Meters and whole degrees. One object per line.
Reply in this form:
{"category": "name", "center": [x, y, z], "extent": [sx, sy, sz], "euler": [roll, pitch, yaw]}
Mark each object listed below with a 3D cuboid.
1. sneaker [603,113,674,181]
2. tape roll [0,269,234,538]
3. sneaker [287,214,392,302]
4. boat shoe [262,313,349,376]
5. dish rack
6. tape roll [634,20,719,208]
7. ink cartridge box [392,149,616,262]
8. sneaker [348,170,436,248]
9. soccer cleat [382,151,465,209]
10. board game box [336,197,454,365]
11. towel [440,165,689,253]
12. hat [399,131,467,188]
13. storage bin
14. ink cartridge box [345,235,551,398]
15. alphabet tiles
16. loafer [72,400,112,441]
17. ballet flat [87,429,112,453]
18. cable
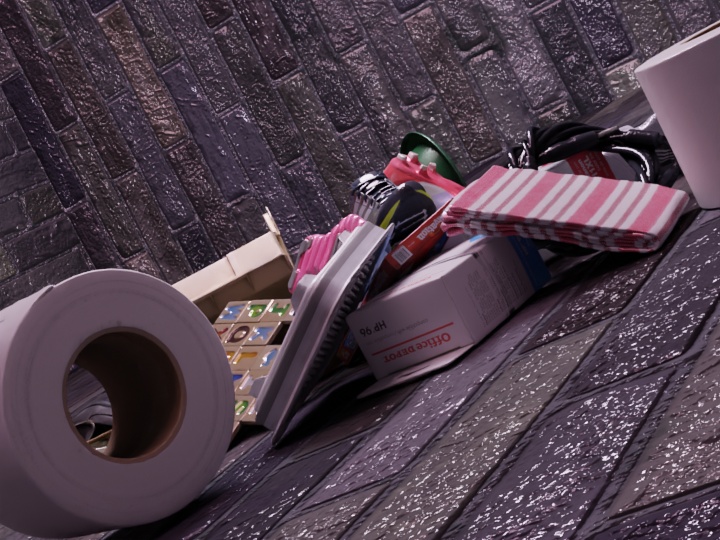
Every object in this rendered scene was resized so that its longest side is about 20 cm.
{"category": "sneaker", "center": [0.332, -0.144, 1.643], "extent": [0.199, 0.075, 0.115], "euler": [-30, 7, 14]}
{"category": "tape roll", "center": [-0.221, 0.112, 1.197], "extent": [0.202, 0.204, 0.139], "euler": [-31, 7, -36]}
{"category": "sneaker", "center": [0.000, 0.000, 1.496], "extent": [0.080, 0.095, 0.200], "euler": [-68, 18, -11]}
{"category": "boat shoe", "center": [-0.089, 0.094, 1.518], "extent": [0.199, 0.072, 0.064], "euler": [-30, 6, -13]}
{"category": "dish rack", "center": [-0.037, 0.045, 1.298], "extent": [0.173, 0.043, 0.200], "euler": [-66, -6, 24]}
{"category": "tape roll", "center": [0.359, -0.161, 1.291], "extent": [0.202, 0.140, 0.203], "euler": [-28, 5, 3]}
{"category": "ink cartridge box", "center": [0.154, -0.043, 1.525], "extent": [0.199, 0.083, 0.145], "euler": [-30, 5, -29]}
{"category": "sneaker", "center": [0.022, -0.066, 1.542], "extent": [0.074, 0.081, 0.200], "euler": [-29, -3, -15]}
{"category": "soccer cleat", "center": [0.106, -0.063, 1.679], "extent": [0.067, 0.199, 0.077], "euler": [-18, -44, -58]}
{"category": "board game box", "center": [0.037, 0.014, 1.436], "extent": [0.103, 0.019, 0.200], "euler": [-40, -13, -30]}
{"category": "towel", "center": [0.185, -0.053, 1.315], "extent": [0.198, 0.030, 0.146], "euler": [9, 23, 21]}
{"category": "hat", "center": [0.034, -0.039, 1.765], "extent": [0.175, 0.201, 0.165], "euler": [-29, 21, -18]}
{"category": "storage bin", "center": [-0.156, 0.050, 1.672], "extent": [0.199, 0.094, 0.199], "euler": [-27, -34, -4]}
{"category": "ink cartridge box", "center": [0.070, 0.031, 1.296], "extent": [0.116, 0.068, 0.200], "euler": [-25, 6, 37]}
{"category": "alphabet tiles", "center": [-0.120, 0.099, 1.451], "extent": [0.166, 0.008, 0.201], "euler": [-3, 41, 40]}
{"category": "loafer", "center": [-0.292, 0.190, 1.672], "extent": [0.199, 0.073, 0.072], "euler": [-26, 9, 40]}
{"category": "ballet flat", "center": [-0.218, 0.173, 1.394], "extent": [0.065, 0.071, 0.200], "euler": [4, -28, -44]}
{"category": "cable", "center": [0.209, -0.086, 1.424], "extent": [0.162, 0.051, 0.200], "euler": [24, 50, 25]}
